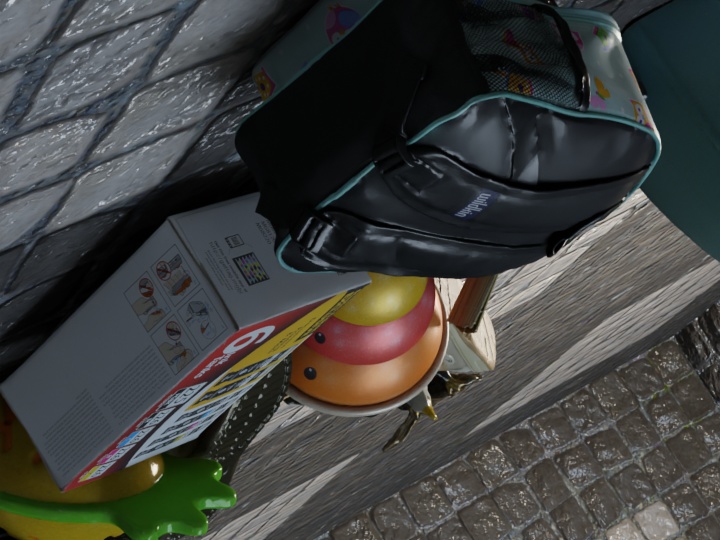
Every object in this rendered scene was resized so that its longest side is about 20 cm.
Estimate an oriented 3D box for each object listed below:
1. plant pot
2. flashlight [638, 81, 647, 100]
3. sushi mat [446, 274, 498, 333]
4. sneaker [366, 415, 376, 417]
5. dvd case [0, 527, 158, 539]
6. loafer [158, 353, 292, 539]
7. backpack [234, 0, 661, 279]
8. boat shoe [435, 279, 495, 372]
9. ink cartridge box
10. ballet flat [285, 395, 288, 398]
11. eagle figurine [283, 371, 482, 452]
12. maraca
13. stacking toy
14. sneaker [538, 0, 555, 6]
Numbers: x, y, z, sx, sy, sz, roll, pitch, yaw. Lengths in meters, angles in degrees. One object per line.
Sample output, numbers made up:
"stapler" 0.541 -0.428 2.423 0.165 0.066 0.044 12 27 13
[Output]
"plant pot" 0.288 -0.104 1.655 0.141 0.200 0.141 -28 170 -22
"flashlight" 0.134 -0.083 1.650 0.068 0.068 0.200 -5 152 -38
"sushi mat" 0.109 -0.049 1.534 0.096 0.012 0.200 179 -66 -81
"sneaker" -0.019 0.065 1.728 0.084 0.077 0.200 -60 153 -23
"dvd case" -0.232 0.185 1.481 0.200 0.150 0.025 -1 119 -44
"loafer" -0.114 0.109 1.528 0.076 0.067 0.200 -24 151 -52
"backpack" 0.052 -0.079 1.148 0.200 0.153 0.176 12 139 -39
"boat shoe" 0.047 0.026 1.755 0.069 0.074 0.200 -14 140 19
"ink cartridge box" -0.097 0.035 1.368 0.176 0.084 0.200 -20 163 -51
"ballet flat" -0.044 0.074 1.830 0.200 0.071 0.065 -26 -155 -38
"eagle figurine" 0.025 0.086 2.053 0.200 0.151 0.152 30 77 -46
"maraca" -0.183 0.134 1.450 0.137 0.200 0.107 -45 146 -59
"stacking toy" 0.000 0.000 1.511 0.146 0.146 0.200 -29 158 -20
"sneaker" 0.078 -0.110 1.312 0.115 0.076 0.200 -30 171 4
